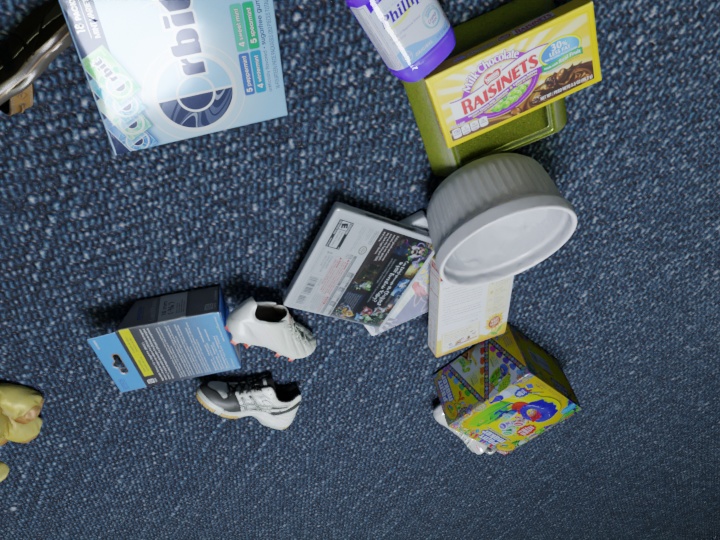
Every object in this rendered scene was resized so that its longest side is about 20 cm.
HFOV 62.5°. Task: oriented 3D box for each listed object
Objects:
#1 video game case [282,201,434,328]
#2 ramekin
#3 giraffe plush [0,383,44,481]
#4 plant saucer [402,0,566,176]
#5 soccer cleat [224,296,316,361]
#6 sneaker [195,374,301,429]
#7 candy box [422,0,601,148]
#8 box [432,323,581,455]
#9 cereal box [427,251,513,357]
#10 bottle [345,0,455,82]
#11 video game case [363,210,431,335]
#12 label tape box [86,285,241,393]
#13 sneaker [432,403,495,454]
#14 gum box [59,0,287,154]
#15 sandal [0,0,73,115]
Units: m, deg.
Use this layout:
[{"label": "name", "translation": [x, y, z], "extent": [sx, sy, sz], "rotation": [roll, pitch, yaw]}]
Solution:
[{"label": "video game case", "translation": [0.000, 0.000, 0.910], "extent": [0.180, 0.023, 0.201], "rotation": [15, 126, -24]}, {"label": "ramekin", "translation": [0.186, -0.072, 0.824], "extent": [0.198, 0.106, 0.201], "rotation": [-15, 154, -7]}, {"label": "giraffe plush", "translation": [-0.615, 0.267, 0.948], "extent": [0.170, 0.163, 0.201], "rotation": [-3, 134, -10]}, {"label": "plant saucer", "translation": [0.167, -0.217, 0.753], "extent": [0.198, 0.048, 0.201], "rotation": [-21, 134, 7]}, {"label": "soccer cleat", "translation": [-0.126, 0.093, 0.944], "extent": [0.078, 0.070, 0.199], "rotation": [-46, 145, 15]}, {"label": "sneaker", "translation": [-0.199, 0.222, 1.083], "extent": [0.199, 0.076, 0.088], "rotation": [21, 109, -32]}, {"label": "candy box", "translation": [0.178, -0.227, 0.694], "extent": [0.198, 0.027, 0.103], "rotation": [-23, 131, 9]}, {"label": "box", "translation": [0.285, 0.238, 1.162], "extent": [0.192, 0.123, 0.199], "rotation": [-40, 129, 23]}, {"label": "cereal box", "translation": [0.183, 0.043, 0.983], "extent": [0.142, 0.040, 0.202], "rotation": [-16, 130, -16]}, {"label": "bottle", "translation": [0.024, -0.299, 0.623], "extent": [0.083, 0.065, 0.200], "rotation": [-42, 126, 0]}, {"label": "video game case", "translation": [0.057, 0.013, 0.964], "extent": [0.181, 0.023, 0.200], "rotation": [-25, 134, 11]}, {"label": "label tape box", "translation": [-0.304, 0.110, 0.942], "extent": [0.197, 0.064, 0.145], "rotation": [-10, 134, -4]}, {"label": "sneaker", "translation": [0.234, 0.336, 1.260], "extent": [0.199, 0.100, 0.078], "rotation": [28, 122, -33]}, {"label": "gum box", "translation": [-0.186, -0.228, 0.624], "extent": [0.198, 0.045, 0.171], "rotation": [-16, 136, -15]}, {"label": "sandal", "translation": [-0.367, -0.207, 0.632], "extent": [0.199, 0.082, 0.055], "rotation": [-34, 154, 10]}]
